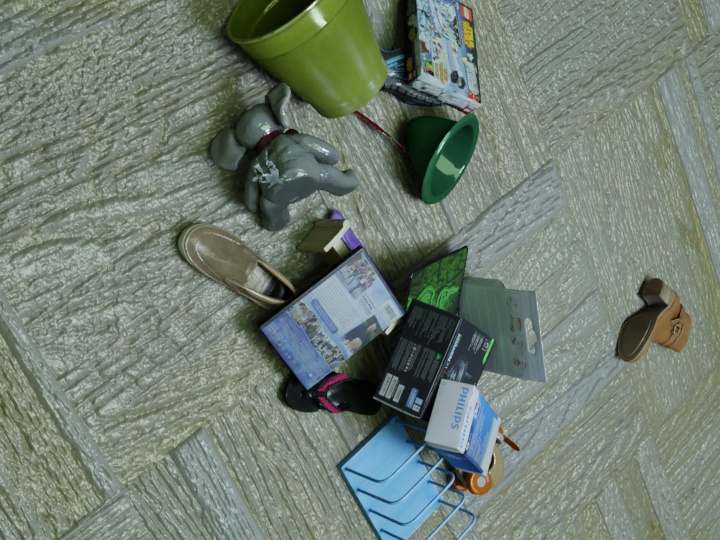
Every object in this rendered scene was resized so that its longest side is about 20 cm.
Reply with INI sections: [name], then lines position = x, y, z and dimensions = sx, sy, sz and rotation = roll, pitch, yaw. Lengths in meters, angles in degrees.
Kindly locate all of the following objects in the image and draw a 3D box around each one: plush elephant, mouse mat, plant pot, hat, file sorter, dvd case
[plush elephant]
position = -0.125, -0.174, 1.373
dimensions = 0.156, 0.164, 0.200
rotation = 66, 14, 22
[mouse mat]
position = 0.124, 0.052, 1.572
dimensions = 0.200, 0.007, 0.162
rotation = -23, 127, -52
[plant pot]
position = -0.060, -0.335, 1.380
dimensions = 0.201, 0.200, 0.193
rotation = -55, 129, -19
[hat]
position = 0.085, -0.231, 1.585
dimensions = 0.166, 0.176, 0.200
rotation = -51, 159, -18
[file sorter]
position = 0.085, 0.369, 1.563
dimensions = 0.139, 0.122, 0.201
rotation = -39, 114, -27
[dvd case]
position = -0.042, 0.073, 1.433
dimensions = 0.200, 0.018, 0.143
rotation = -37, 120, -6

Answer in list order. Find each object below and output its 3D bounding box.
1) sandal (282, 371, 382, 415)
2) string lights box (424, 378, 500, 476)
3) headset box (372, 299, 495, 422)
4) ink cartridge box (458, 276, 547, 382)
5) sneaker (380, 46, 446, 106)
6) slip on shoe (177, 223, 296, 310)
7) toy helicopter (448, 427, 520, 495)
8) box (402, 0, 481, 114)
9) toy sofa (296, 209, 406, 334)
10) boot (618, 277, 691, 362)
[sandal]
position = -0.035, 0.198, 1.512
dimensions = 0.199, 0.045, 0.076
rotation = 12, 86, -35
[string lights box]
position = 0.168, 0.255, 1.503
dimensions = 0.200, 0.059, 0.103
rotation = 51, 53, -58
[headset box]
position = 0.128, 0.162, 1.547
dimensions = 0.175, 0.092, 0.200
rotation = -66, 152, -5
[ink cartridge box]
position = 0.252, 0.099, 1.615
dimensions = 0.047, 0.199, 0.161
rotation = -16, 102, -34
[sneaker]
position = 0.074, -0.322, 1.536
dimensions = 0.199, 0.073, 0.082
rotation = 12, 87, -36
[slip on shoe]
position = -0.178, -0.003, 1.386
dimensions = 0.200, 0.060, 0.076
rotation = 41, 70, -30
[toy helicopter]
position = 0.204, 0.293, 1.675
dimensions = 0.132, 0.079, 0.201
rotation = -24, 94, -25
[box]
position = 0.134, -0.372, 1.551
dimensions = 0.136, 0.040, 0.201
rotation = 18, 59, -34
[toy sofa]
position = 0.000, 0.000, 1.501
dimensions = 0.098, 0.083, 0.200
rotation = -48, 118, -23
[boot]
position = 0.624, 0.134, 1.972
dimensions = 0.155, 0.076, 0.201
rotation = 41, 63, -34
